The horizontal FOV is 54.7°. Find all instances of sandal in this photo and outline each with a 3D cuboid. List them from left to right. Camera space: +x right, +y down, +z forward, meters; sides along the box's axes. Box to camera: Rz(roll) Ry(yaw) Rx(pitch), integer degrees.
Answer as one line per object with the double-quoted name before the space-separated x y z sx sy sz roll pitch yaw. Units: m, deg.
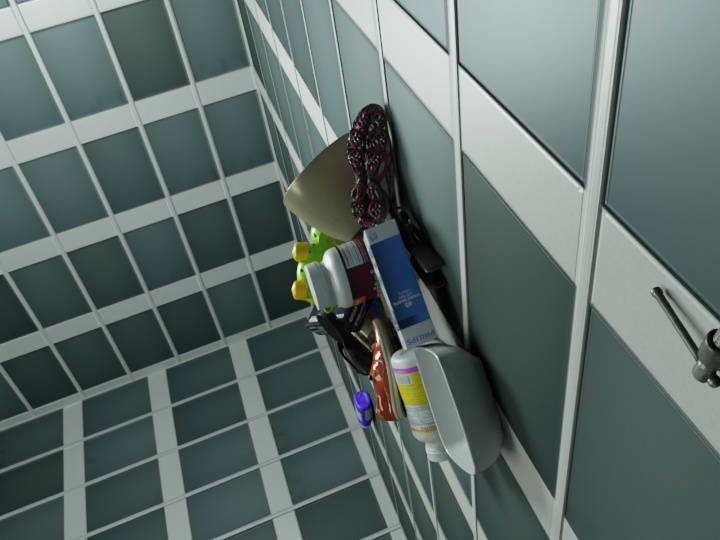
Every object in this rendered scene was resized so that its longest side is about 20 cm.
"sandal" -0.022 0.165 1.416 0.200 0.043 0.076 45 155 -4

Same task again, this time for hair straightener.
"hair straightener" 0.091 -0.059 1.162 0.202 0.040 0.078 -111 8 -49

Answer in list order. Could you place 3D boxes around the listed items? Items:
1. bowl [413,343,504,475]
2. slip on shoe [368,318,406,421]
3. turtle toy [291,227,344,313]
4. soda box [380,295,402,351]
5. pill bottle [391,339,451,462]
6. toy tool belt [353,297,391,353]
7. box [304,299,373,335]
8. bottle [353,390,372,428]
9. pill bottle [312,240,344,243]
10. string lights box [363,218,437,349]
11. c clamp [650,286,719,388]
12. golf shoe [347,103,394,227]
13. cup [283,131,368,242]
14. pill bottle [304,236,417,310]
"bowl" 0.161 0.209 1.116 0.200 0.073 0.205 163 90 -80
"slip on shoe" 0.042 0.187 1.321 0.074 0.060 0.205 45 -147 -61
"turtle toy" -0.066 -0.013 1.404 0.101 0.141 0.206 104 165 -74
"soda box" 0.100 0.129 1.353 0.064 0.066 0.206 -167 60 -80
"pill bottle" 0.130 0.239 1.274 0.104 0.102 0.206 -159 51 -78
"toy tool belt" 0.046 0.112 1.504 0.125 0.123 0.200 46 179 -28
"box" -0.033 0.056 1.507 0.045 0.162 0.199 32 160 -22
"bottle" 0.014 0.557 2.757 0.203 0.064 0.085 82 167 -50
"pill bottle" -0.057 -0.106 1.632 0.114 0.110 0.204 -118 27 -46
"string lights box" 0.066 0.026 1.163 0.103 0.057 0.205 84 166 -83
"c clamp" 0.243 0.036 0.407 0.202 0.026 0.174 86 164 -59
"golf shoe" 0.022 -0.184 1.195 0.092 0.071 0.206 -38 -46 -61
"cup" -0.029 -0.141 1.323 0.144 0.199 0.201 48 168 6
"pill bottle" 0.000 0.000 1.294 0.113 0.195 0.116 161 89 -81
